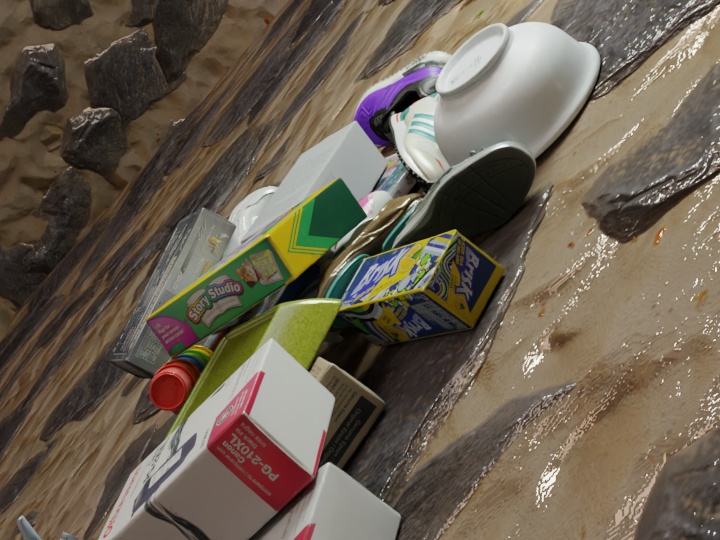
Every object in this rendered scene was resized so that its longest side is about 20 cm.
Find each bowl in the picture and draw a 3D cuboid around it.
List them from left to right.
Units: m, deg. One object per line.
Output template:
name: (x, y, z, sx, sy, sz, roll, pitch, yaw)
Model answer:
bowl: (0.140, -0.186, 1.476, 0.200, 0.090, 0.202, -39, 23, 19)

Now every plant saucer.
plant saucer: (-0.120, 0.116, 1.420, 0.199, 0.048, 0.201, -27, 30, 57)

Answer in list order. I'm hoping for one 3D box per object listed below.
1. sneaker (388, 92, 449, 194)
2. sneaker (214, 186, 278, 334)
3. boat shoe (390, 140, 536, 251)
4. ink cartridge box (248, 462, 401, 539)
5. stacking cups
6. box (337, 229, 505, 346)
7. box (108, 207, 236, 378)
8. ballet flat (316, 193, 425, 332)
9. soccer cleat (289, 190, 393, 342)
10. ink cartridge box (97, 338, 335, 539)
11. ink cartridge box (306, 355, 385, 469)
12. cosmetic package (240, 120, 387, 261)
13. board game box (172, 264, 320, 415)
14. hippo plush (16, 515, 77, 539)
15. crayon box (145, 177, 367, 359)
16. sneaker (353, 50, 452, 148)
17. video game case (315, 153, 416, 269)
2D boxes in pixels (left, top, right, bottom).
sneaker: (0.091, -0.148, 1.609, 0.093, 0.070, 0.200, -35, 26, 11)
sneaker: (-0.132, -0.009, 1.755, 0.099, 0.077, 0.202, 4, 67, 63)
boat shoe: (0.099, -0.068, 1.420, 0.202, 0.074, 0.065, -47, 20, 42)
ink cartridge box: (-0.070, 0.269, 1.167, 0.200, 0.085, 0.148, -39, 21, 36)
stacking cups: (-0.193, 0.123, 1.560, 0.061, 0.060, 0.200, -51, 1, 5)
box: (0.052, 0.020, 1.380, 0.071, 0.064, 0.199, -59, 18, -20)
box: (-0.226, 0.030, 1.730, 0.202, 0.048, 0.158, -65, 15, -12)
ballet flat: (0.002, -0.011, 1.519, 0.072, 0.068, 0.200, 8, 49, 45)
soccer cleat: (0.000, 0.000, 1.588, 0.086, 0.070, 0.201, 9, 58, 47)
ink cartridge box: (-0.123, 0.175, 1.222, 0.200, 0.084, 0.145, -44, 11, 19)
ink cartridge box: (-0.074, 0.161, 1.416, 0.166, 0.075, 0.200, -56, 17, -5)
cosmetic package: (-0.052, -0.082, 1.710, 0.101, 0.071, 0.201, -27, 21, 37)
board game box: (-0.134, 0.092, 1.758, 0.201, 0.056, 0.195, -59, 17, -21)
hippo plush: (-0.281, 0.383, 1.486, 0.159, 0.159, 0.203, 6, 71, 36)
crayon box: (-0.110, -0.002, 1.544, 0.199, 0.059, 0.173, -33, 7, 35)
sneaker: (0.044, -0.195, 1.836, 0.200, 0.069, 0.100, -35, 26, 47)
video game case: (-0.002, -0.071, 1.759, 0.183, 0.024, 0.199, -52, 15, -20)
